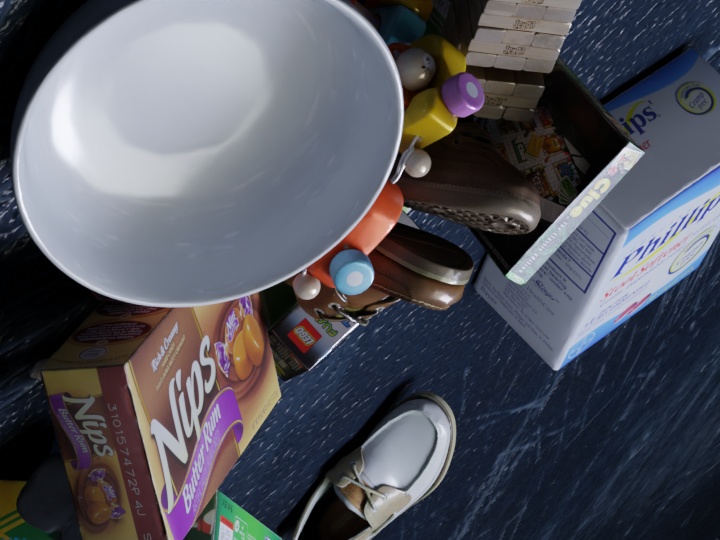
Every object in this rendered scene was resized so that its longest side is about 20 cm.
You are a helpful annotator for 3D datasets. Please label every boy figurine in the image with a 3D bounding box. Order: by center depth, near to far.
[{"bbox_3d":[-0.146,0.089,1.505,0.064,0.124,0.200,-45,-168,27],"label":"boy figurine"}]

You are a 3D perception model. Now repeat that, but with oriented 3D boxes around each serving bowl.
[{"bbox_3d":[-0.082,-0.078,1.248,0.199,0.066,0.201,-11,131,-13],"label":"serving bowl"}]

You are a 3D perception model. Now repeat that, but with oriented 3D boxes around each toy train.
[{"bbox_3d":[-0.009,-0.084,1.371,0.056,0.200,0.150,34,112,-31],"label":"toy train"}]

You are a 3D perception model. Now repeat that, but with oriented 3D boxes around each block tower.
[{"bbox_3d":[0.093,-0.167,1.342,0.054,0.058,0.201,5,139,-14],"label":"block tower"}]

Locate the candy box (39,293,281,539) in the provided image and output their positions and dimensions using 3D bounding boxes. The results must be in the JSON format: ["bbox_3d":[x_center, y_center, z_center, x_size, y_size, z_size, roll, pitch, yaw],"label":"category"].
[{"bbox_3d":[-0.109,0.064,1.412,0.200,0.056,0.117,-56,138,-63],"label":"candy box"}]

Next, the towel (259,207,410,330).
[{"bbox_3d":[-0.018,-0.032,1.650,0.200,0.023,0.153,-42,163,-11],"label":"towel"}]

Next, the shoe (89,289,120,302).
[{"bbox_3d":[-0.091,-0.059,1.341,0.091,0.071,0.200,-35,164,-40],"label":"shoe"}]

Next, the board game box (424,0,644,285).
[{"bbox_3d":[0.077,-0.090,1.451,0.023,0.200,0.105,26,111,-44],"label":"board game box"}]

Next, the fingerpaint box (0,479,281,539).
[{"bbox_3d":[-0.152,0.186,1.613,0.200,0.166,0.074,55,38,-72],"label":"fingerpaint box"}]

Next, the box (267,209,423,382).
[{"bbox_3d":[-0.013,0.019,1.584,0.110,0.035,0.200,-43,-179,-8],"label":"box"}]

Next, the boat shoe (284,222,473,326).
[{"bbox_3d":[0.000,0.000,1.420,0.072,0.200,0.068,18,96,-27],"label":"boat shoe"}]

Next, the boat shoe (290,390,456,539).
[{"bbox_3d":[0.010,0.186,2.116,0.068,0.075,0.200,-28,158,-55],"label":"boat shoe"}]

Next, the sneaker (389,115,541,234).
[{"bbox_3d":[0.034,-0.073,1.404,0.070,0.200,0.076,19,89,-38],"label":"sneaker"}]

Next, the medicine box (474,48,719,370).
[{"bbox_3d":[0.207,-0.048,1.976,0.182,0.103,0.200,-33,160,-30],"label":"medicine box"}]
